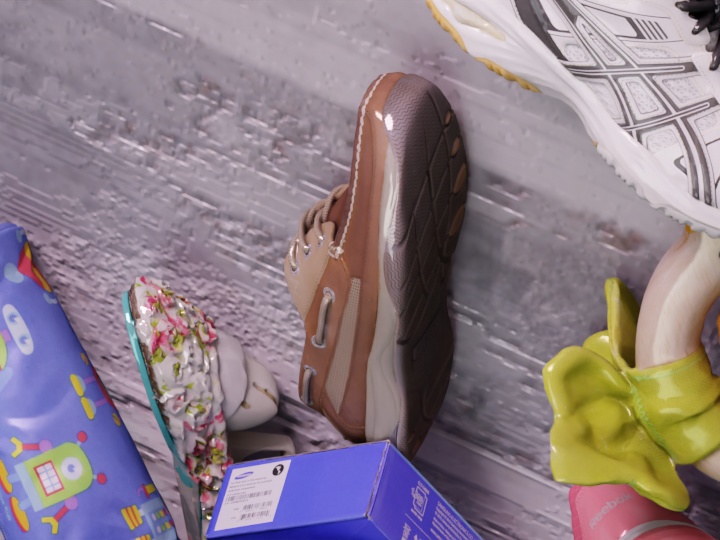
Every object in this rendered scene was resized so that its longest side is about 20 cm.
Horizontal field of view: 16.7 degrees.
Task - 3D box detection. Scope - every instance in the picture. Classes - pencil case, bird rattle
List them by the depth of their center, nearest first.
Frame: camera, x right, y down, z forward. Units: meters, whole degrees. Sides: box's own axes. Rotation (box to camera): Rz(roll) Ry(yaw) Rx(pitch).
[{"bbox_3d":[0.177,0.051,0.999,0.199,0.113,0.164,19,115,11],"label":"bird rattle"},{"bbox_3d":[-0.158,0.077,1.175,0.201,0.087,0.078,61,165,3],"label":"pencil case"}]

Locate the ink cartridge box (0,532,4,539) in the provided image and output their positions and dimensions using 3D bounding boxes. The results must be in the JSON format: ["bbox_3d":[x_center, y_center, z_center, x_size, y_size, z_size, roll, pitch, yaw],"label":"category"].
[{"bbox_3d":[-0.121,0.188,1.305,0.200,0.042,0.120,33,133,4],"label":"ink cartridge box"}]

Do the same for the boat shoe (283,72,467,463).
[{"bbox_3d":[0.000,0.000,1.071,0.071,0.076,0.201,18,130,18],"label":"boat shoe"}]

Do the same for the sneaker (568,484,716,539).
[{"bbox_3d":[0.151,0.154,1.115,0.074,0.087,0.200,-34,134,-1],"label":"sneaker"}]

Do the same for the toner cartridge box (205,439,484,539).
[{"bbox_3d":[0.024,0.157,1.159,0.095,0.043,0.200,-10,137,35],"label":"toner cartridge box"}]

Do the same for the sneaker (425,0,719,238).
[{"bbox_3d":[0.118,-0.086,0.936,0.200,0.076,0.088,34,134,1],"label":"sneaker"}]

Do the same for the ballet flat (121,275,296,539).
[{"bbox_3d":[-0.066,0.079,1.184,0.064,0.076,0.201,-12,128,-1],"label":"ballet flat"}]
